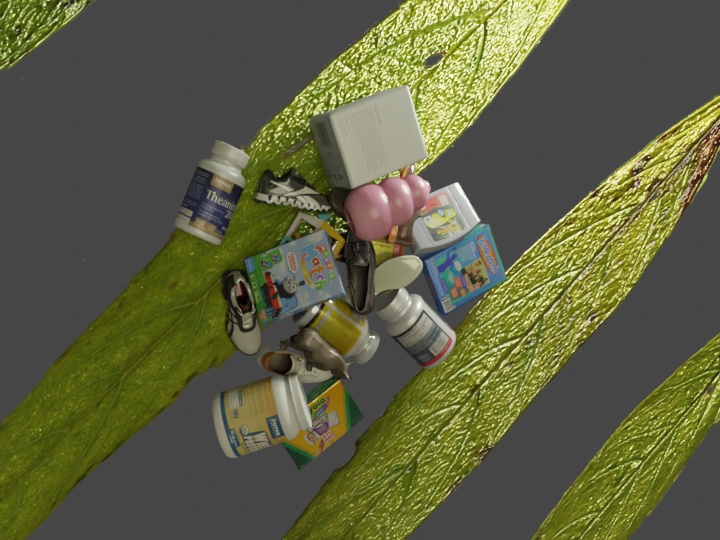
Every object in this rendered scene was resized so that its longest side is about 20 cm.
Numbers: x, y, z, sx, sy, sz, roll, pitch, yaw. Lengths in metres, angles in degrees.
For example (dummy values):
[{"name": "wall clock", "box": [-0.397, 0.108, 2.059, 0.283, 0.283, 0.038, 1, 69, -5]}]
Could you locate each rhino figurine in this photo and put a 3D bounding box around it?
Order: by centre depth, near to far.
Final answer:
[{"name": "rhino figurine", "box": [-0.085, 0.198, 1.665, 0.199, 0.086, 0.061, 41, 47, -28]}]

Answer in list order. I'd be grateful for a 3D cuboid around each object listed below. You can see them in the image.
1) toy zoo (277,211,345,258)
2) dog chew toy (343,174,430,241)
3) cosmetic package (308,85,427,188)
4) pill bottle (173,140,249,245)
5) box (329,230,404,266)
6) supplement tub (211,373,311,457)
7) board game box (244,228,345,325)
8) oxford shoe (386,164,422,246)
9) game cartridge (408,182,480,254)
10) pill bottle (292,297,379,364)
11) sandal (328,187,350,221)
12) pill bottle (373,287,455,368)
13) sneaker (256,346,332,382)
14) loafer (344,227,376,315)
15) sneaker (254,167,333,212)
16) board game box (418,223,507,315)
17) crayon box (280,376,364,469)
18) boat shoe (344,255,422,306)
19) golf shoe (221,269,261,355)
[{"name": "toy zoo", "box": [-0.122, -0.042, 1.670, 0.130, 0.020, 0.203, 30, 84, 17]}, {"name": "dog chew toy", "box": [0.064, -0.148, 1.619, 0.196, 0.124, 0.127, -25, 105, -10]}, {"name": "cosmetic package", "box": [0.016, -0.298, 1.650, 0.196, 0.167, 0.170, -23, 105, -15]}, {"name": "pill bottle", "box": [-0.312, -0.168, 1.574, 0.109, 0.111, 0.204, 23, 89, -21]}, {"name": "box", "box": [0.006, -0.050, 1.742, 0.195, 0.050, 0.078, 6, 94, -22]}, {"name": "supplement tub", "box": [-0.218, 0.318, 1.634, 0.195, 0.145, 0.148, -17, 103, -1]}, {"name": "board game box", "box": [-0.146, 0.015, 1.630, 0.195, 0.037, 0.155, -20, 74, 5]}, {"name": "oxford shoe", "box": [0.110, -0.154, 1.714, 0.071, 0.071, 0.206, 12, 81, -3]}, {"name": "game cartridge", "box": [0.188, -0.121, 1.771, 0.197, 0.041, 0.135, -24, 78, -21]}, {"name": "pill bottle", "box": [-0.054, 0.130, 1.710, 0.199, 0.112, 0.114, 37, 84, -20]}, {"name": "sandal", "box": [0.012, -0.142, 1.704, 0.197, 0.054, 0.083, 26, 47, -29]}, {"name": "pill bottle", "box": [0.127, 0.129, 1.774, 0.200, 0.119, 0.120, 45, 81, -19]}, {"name": "sneaker", "box": [-0.141, 0.227, 1.706, 0.195, 0.084, 0.075, 10, 92, -23]}, {"name": "loafer", "box": [0.000, 0.000, 1.667, 0.070, 0.063, 0.206, -6, 91, 10]}, {"name": "sneaker", "box": [-0.139, -0.183, 1.661, 0.195, 0.066, 0.093, 7, 96, -19]}, {"name": "board game box", "box": [0.258, -0.004, 1.845, 0.197, 0.045, 0.155, -27, 105, -15]}, {"name": "crayon box", "box": [-0.104, 0.358, 1.749, 0.198, 0.058, 0.120, -37, 108, -12]}, {"name": "boat shoe", "box": [0.055, 0.018, 1.724, 0.198, 0.060, 0.073, -28, 97, 12]}, {"name": "golf shoe", "box": [-0.265, 0.100, 1.641, 0.075, 0.088, 0.205, -17, 104, -19]}]
